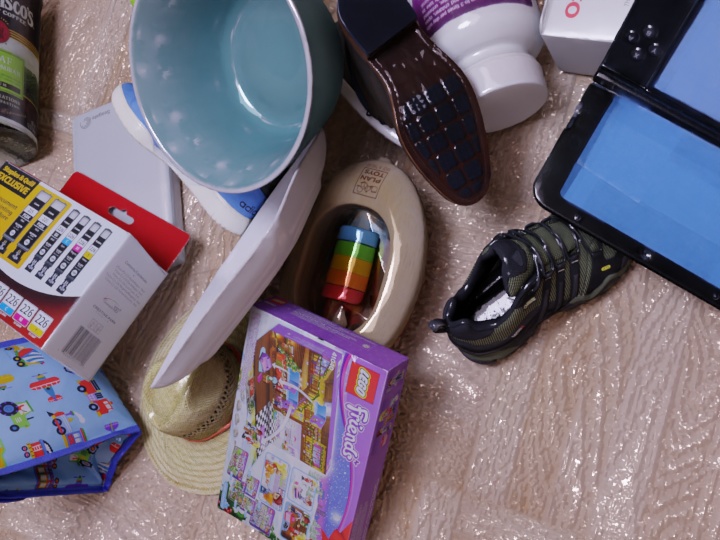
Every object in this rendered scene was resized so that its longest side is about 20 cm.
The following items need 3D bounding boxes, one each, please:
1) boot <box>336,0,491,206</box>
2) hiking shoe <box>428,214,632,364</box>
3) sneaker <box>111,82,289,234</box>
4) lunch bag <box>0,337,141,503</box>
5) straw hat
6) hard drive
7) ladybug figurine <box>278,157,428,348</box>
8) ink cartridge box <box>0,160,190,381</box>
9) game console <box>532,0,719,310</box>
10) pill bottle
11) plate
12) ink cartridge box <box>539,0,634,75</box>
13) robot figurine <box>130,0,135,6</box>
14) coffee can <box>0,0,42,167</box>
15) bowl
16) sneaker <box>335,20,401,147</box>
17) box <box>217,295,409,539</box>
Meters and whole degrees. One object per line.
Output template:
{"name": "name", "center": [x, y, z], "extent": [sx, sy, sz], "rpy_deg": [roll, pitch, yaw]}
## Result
{"name": "boot", "center": [0.044, -0.145, 0.717], "extent": [0.074, 0.097, 0.202], "rpy_deg": [-29, 94, -4]}
{"name": "hiking shoe", "center": [0.145, -0.003, 0.675], "extent": [0.200, 0.100, 0.076], "rpy_deg": [-45, 64, 9]}
{"name": "sneaker", "center": [-0.153, -0.144, 0.855], "extent": [0.200, 0.077, 0.111], "rpy_deg": [46, 102, 14]}
{"name": "lunch bag", "center": [-0.336, 0.141, 0.808], "extent": [0.151, 0.199, 0.095], "rpy_deg": [46, 115, 28]}
{"name": "straw hat", "center": [-0.154, 0.111, 0.800], "extent": [0.198, 0.085, 0.205], "rpy_deg": [-7, 74, 25]}
{"name": "hard drive", "center": [-0.256, -0.091, 0.934], "extent": [0.130, 0.027, 0.204], "rpy_deg": [-15, 71, 22]}
{"name": "ladybug figurine", "center": [0.000, 0.000, 0.760], "extent": [0.134, 0.072, 0.203], "rpy_deg": [17, 86, 29]}
{"name": "ink cartridge box", "center": [-0.299, -0.021, 0.852], "extent": [0.198, 0.084, 0.177], "rpy_deg": [26, 73, 28]}
{"name": "game console", "center": [0.252, -0.093, 0.604], "extent": [0.198, 0.177, 0.117], "rpy_deg": [31, 51, 9]}
{"name": "pill bottle", "center": [0.096, -0.229, 0.747], "extent": [0.111, 0.112, 0.203], "rpy_deg": [-20, 72, 20]}
{"name": "plate", "center": [-0.094, -0.008, 0.743], "extent": [0.032, 0.201, 0.200], "rpy_deg": [35, 120, -11]}
{"name": "ink cartridge box", "center": [0.261, -0.230, 0.685], "extent": [0.197, 0.083, 0.148], "rpy_deg": [15, 85, 27]}
{"name": "robot figurine", "center": [-0.152, -0.289, 0.882], "extent": [0.173, 0.116, 0.203], "rpy_deg": [-23, 68, 14]}
{"name": "coffee can", "center": [-0.449, -0.238, 0.997], "extent": [0.144, 0.146, 0.204], "rpy_deg": [-11, 73, 23]}
{"name": "bowl", "center": [-0.093, -0.177, 0.733], "extent": [0.198, 0.105, 0.204], "rpy_deg": [13, 114, 30]}
{"name": "sneaker", "center": [0.034, -0.184, 0.790], "extent": [0.099, 0.070, 0.201], "rpy_deg": [-47, 58, 13]}
{"name": "box", "center": [-0.045, 0.140, 0.719], "extent": [0.135, 0.039, 0.203], "rpy_deg": [23, 113, 26]}
